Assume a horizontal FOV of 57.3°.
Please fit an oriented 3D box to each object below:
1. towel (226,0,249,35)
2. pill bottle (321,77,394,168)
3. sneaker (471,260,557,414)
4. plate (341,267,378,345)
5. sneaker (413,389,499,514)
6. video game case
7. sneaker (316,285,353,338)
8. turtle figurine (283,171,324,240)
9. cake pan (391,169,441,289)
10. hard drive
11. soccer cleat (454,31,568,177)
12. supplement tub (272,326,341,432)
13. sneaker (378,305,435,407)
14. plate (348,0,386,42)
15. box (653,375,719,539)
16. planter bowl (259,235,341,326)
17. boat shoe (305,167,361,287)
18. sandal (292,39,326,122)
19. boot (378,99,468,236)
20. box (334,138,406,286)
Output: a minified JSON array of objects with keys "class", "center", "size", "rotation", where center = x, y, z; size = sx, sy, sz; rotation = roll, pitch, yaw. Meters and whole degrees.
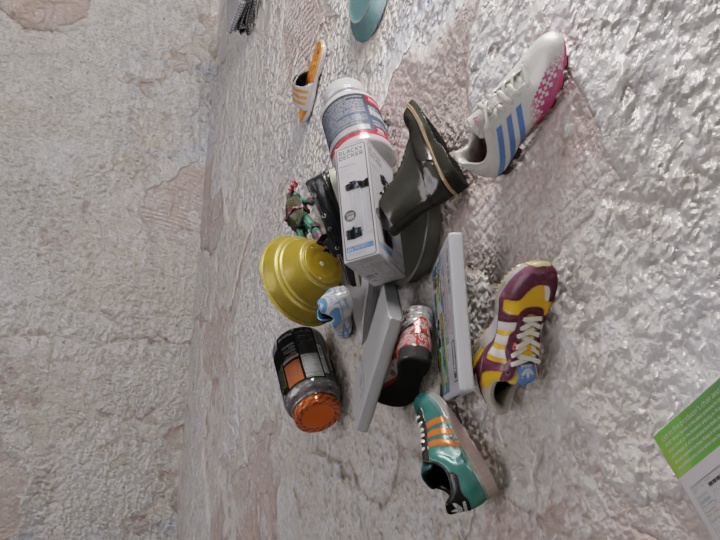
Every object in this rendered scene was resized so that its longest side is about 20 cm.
[{"class":"towel","center":[-0.410,-0.953,2.323],"size":[0.166,0.084,0.204],"rotation":[131,139,-51]},{"class":"pill bottle","center":[-0.012,-0.268,1.249],"size":[0.120,0.117,0.203],"rotation":[121,145,-43]},{"class":"sneaker","center":[0.192,0.083,0.785],"size":[0.091,0.073,0.203],"rotation":[-108,24,-45]},{"class":"plate","center":[0.000,0.000,1.225],"size":[0.202,0.032,0.202],"rotation":[96,164,-49]},{"class":"sneaker","center":[0.107,0.244,0.906],"size":[0.200,0.079,0.072],"rotation":[53,166,56]},{"class":"video game case","center":[0.125,0.073,0.913],"size":[0.183,0.021,0.205],"rotation":[94,174,-75]},{"class":"sneaker","center":[-0.051,0.084,1.275],"size":[0.201,0.071,0.073],"rotation":[90,165,-68]},{"class":"turtle figurine","center":[-0.128,-0.122,1.518],"size":[0.151,0.099,0.203],"rotation":[-57,42,46]},{"class":"cake pan","center":[0.077,-0.069,1.110],"size":[0.199,0.036,0.206],"rotation":[-175,90,-66]},{"class":"hard drive","center":[0.025,0.137,1.062],"size":[0.132,0.026,0.204],"rotation":[-95,20,-67]},{"class":"soccer cleat","center":[0.186,-0.205,0.832],"size":[0.071,0.084,0.203],"rotation":[-113,36,-46]},{"class":"supplement tub","center":[-0.110,0.226,1.372],"size":[0.202,0.120,0.124],"rotation":[-113,36,-47]},{"class":"sneaker","center":[0.073,0.137,1.057],"size":[0.203,0.066,0.110],"rotation":[110,173,-55]},{"class":"plate","center":[0.012,-0.582,1.370],"size":[0.199,0.025,0.206],"rotation":[-175,90,-67]},{"class":"box","center":[0.329,0.174,0.504],"size":[0.203,0.036,0.146],"rotation":[-109,33,-40]},{"class":"planter bowl","center":[-0.097,0.002,1.323],"size":[0.083,0.198,0.205],"rotation":[-33,54,40]},{"class":"boat shoe","center":[-0.045,-0.064,1.093],"size":[0.075,0.065,0.203],"rotation":[-88,-16,-67]},{"class":"sandal","center":[-0.140,-0.477,1.648],"size":[0.080,0.058,0.210],"rotation":[-118,40,-51]},{"class":"boot","center":[0.070,-0.164,1.027],"size":[0.137,0.077,0.202],"rotation":[-36,45,18]},{"class":"box","center":[0.015,-0.092,1.058],"size":[0.059,0.116,0.204],"rotation":[-16,64,21]}]
